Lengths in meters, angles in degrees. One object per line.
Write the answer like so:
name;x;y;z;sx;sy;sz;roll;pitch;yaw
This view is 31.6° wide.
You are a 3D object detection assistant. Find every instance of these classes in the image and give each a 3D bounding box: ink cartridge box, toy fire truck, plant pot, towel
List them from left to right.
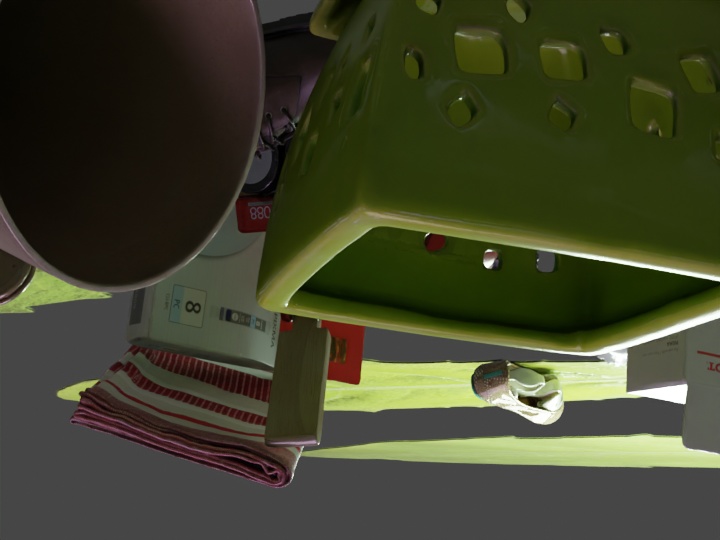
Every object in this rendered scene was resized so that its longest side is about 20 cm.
plant pot;-0.182;-0.100;0.643;0.198;0.190;0.187;12;171;33
towel;-0.102;0.088;0.870;0.142;0.023;0.200;18;-169;1
ink cartridge box;-0.066;-0.009;0.937;0.198;0.162;0.047;14;165;-30
toy fire truck;0.000;0.000;0.803;0.174;0.203;0.128;-3;-175;30
plant pot;0.070;-0.073;0.595;0.197;0.184;0.199;10;165;-15
ink cartridge box;0.252;0.034;0.901;0.115;0.203;0.067;12;164;-25

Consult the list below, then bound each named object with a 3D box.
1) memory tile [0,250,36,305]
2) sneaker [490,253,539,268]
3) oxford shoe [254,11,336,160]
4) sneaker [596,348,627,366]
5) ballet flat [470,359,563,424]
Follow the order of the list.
memory tile;-0.303;-0.038;0.949;0.198;0.155;0.017;0;144;25
sneaker;0.057;-0.037;0.966;0.097;0.072;0.199;-8;159;41
oxford shoe;-0.045;-0.100;0.733;0.197;0.086;0.073;0;163;13
sneaker;0.295;0.054;1.259;0.198;0.077;0.080;12;154;-40
ballet flat;0.229;0.162;1.696;0.065;0.071;0.199;-25;153;37
